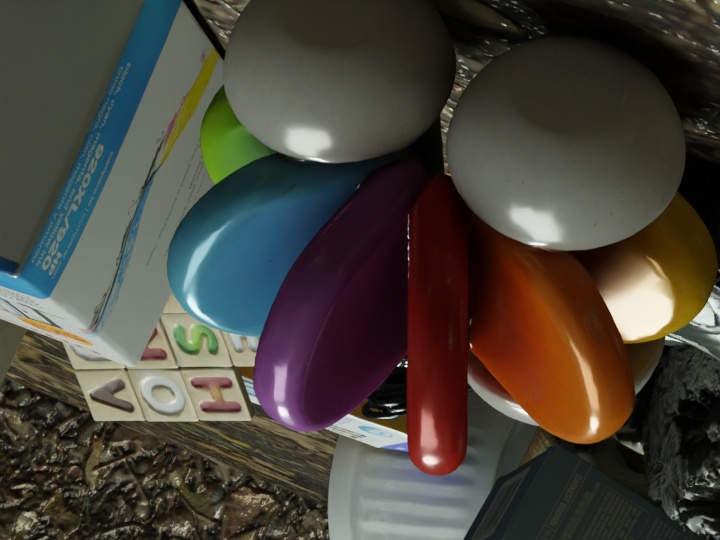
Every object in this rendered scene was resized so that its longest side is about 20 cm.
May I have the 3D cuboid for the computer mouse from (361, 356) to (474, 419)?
[{"bbox_3d":[0.076,0.022,1.415,0.140,0.046,0.200,-12,-171,11],"label":"computer mouse"}]

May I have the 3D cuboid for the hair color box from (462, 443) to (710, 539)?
[{"bbox_3d":[0.152,0.170,1.386,0.200,0.061,0.099,33,160,-4],"label":"hair color box"}]

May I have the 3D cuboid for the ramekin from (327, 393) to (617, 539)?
[{"bbox_3d":[0.085,0.136,1.638,0.105,0.200,0.200,2,159,43],"label":"ramekin"}]

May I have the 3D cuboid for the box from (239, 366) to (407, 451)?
[{"bbox_3d":[-0.045,0.052,1.514,0.200,0.042,0.119,18,172,-8],"label":"box"}]

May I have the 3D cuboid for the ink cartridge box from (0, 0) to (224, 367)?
[{"bbox_3d":[-0.156,-0.063,1.222,0.147,0.145,0.200,21,171,13],"label":"ink cartridge box"}]

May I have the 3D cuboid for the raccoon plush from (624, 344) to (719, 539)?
[{"bbox_3d":[0.210,0.068,1.374,0.134,0.097,0.200,13,-156,-17],"label":"raccoon plush"}]

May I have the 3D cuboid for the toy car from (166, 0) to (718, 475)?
[{"bbox_3d":[0.019,-0.001,1.005,0.200,0.150,0.175,21,149,17],"label":"toy car"}]

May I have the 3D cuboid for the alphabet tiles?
[{"bbox_3d":[-0.126,-0.006,1.407,0.167,0.008,0.200,-2,122,29],"label":"alphabet tiles"}]

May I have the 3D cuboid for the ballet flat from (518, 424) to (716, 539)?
[{"bbox_3d":[0.168,0.116,1.432,0.200,0.065,0.070,13,-163,28],"label":"ballet flat"}]

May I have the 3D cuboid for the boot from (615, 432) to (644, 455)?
[{"bbox_3d":[0.239,0.117,1.518,0.150,0.073,0.200,17,164,35],"label":"boot"}]

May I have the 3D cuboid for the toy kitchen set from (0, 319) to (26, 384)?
[{"bbox_3d":[-0.252,-0.024,1.646,0.180,0.163,0.200,15,167,44],"label":"toy kitchen set"}]

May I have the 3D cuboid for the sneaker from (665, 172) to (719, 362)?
[{"bbox_3d":[0.158,0.010,1.090,0.200,0.076,0.091,19,162,12],"label":"sneaker"}]
